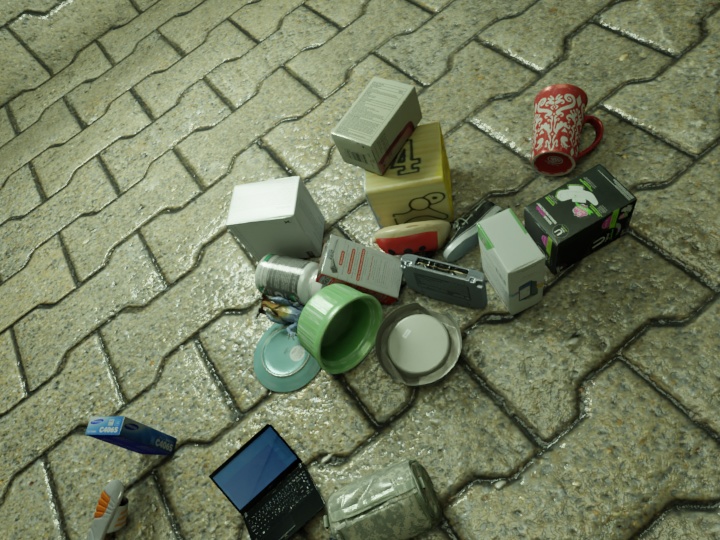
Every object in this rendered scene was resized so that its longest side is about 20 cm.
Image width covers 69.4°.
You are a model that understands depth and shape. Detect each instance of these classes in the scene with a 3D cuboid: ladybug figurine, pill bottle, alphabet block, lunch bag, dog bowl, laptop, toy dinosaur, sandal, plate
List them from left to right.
[{"bbox_3d":[-0.584,0.585,1.213,0.079,0.059,0.207,24,92,46],"label":"sandal"},{"bbox_3d":[-0.202,0.469,1.109,0.177,0.103,0.200,-41,36,-6],"label":"laptop"},{"bbox_3d":[-0.183,0.205,1.307,0.199,0.026,0.201,-9,58,14],"label":"plate"},{"bbox_3d":[-0.166,0.099,1.315,0.181,0.200,0.105,16,97,-7],"label":"toy dinosaur"},{"bbox_3d":[-0.164,0.027,1.350,0.199,0.113,0.113,12,66,25],"label":"pill bottle"},{"bbox_3d":[0.043,0.452,1.000,0.199,0.168,0.140,-25,56,4],"label":"lunch bag"},{"bbox_3d":[0.128,-0.237,1.356,0.199,0.195,0.197,-7,61,14],"label":"alphabet block"},{"bbox_3d":[0.130,-0.080,1.308,0.199,0.136,0.072,-8,88,3],"label":"ladybug figurine"},{"bbox_3d":[0.136,0.174,1.195,0.199,0.059,0.201,-9,58,14],"label":"dog bowl"}]

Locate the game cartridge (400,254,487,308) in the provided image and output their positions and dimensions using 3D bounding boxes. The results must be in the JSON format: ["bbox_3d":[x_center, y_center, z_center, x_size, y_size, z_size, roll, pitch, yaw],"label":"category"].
[{"bbox_3d":[0.196,0.028,1.212,0.199,0.134,0.041,16,60,25],"label":"game cartridge"}]

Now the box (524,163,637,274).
[{"bbox_3d":[0.491,-0.113,1.182,0.199,0.149,0.125,-29,57,0],"label":"box"}]

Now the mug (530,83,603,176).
[{"bbox_3d":[0.522,-0.353,1.325,0.177,0.133,0.201,5,66,24],"label":"mug"}]

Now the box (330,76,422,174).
[{"bbox_3d":[0.043,-0.355,1.275,0.128,0.109,0.200,26,72,30],"label":"box"}]

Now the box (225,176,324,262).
[{"bbox_3d":[-0.223,-0.133,1.411,0.199,0.199,0.131,-5,59,16],"label":"box"}]

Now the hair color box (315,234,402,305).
[{"bbox_3d":[0.000,0.000,1.279,0.199,0.064,0.111,19,63,-13],"label":"hair color box"}]

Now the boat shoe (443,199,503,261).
[{"bbox_3d":[0.268,-0.105,1.299,0.199,0.074,0.068,-44,61,-9],"label":"boat shoe"}]

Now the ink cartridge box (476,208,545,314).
[{"bbox_3d":[0.332,-0.015,1.152,0.087,0.200,0.146,-24,55,0],"label":"ink cartridge box"}]

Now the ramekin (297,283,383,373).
[{"bbox_3d":[-0.051,0.128,1.207,0.098,0.200,0.200,30,74,38],"label":"ramekin"}]

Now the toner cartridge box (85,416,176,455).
[{"bbox_3d":[-0.530,0.388,1.216,0.095,0.200,0.043,-5,58,15],"label":"toner cartridge box"}]
